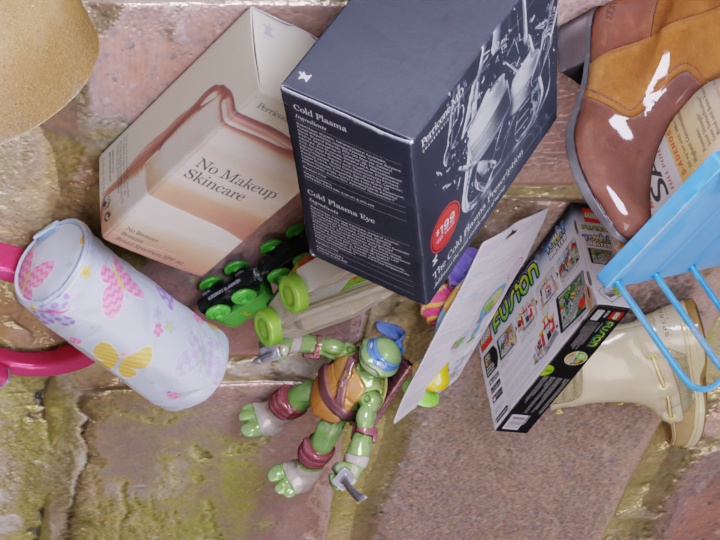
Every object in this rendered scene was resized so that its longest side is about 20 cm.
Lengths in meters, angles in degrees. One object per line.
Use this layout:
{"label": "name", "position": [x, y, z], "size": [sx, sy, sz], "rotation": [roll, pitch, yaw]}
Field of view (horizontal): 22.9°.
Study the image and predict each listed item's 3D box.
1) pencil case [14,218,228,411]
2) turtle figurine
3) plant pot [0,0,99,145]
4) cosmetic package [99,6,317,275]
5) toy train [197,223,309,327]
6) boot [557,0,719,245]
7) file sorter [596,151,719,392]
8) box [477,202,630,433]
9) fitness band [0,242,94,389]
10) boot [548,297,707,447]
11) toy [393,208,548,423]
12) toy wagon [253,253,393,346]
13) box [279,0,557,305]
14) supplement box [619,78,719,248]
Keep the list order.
{"label": "pencil case", "position": [-0.195, 0.038, 1.482], "size": [0.083, 0.091, 0.200], "rotation": [-20, 139, 29]}
{"label": "turtle figurine", "position": [-0.055, 0.132, 1.607], "size": [0.144, 0.200, 0.194], "rotation": [35, 138, -7]}
{"label": "plant pot", "position": [-0.278, -0.201, 1.105], "size": [0.186, 0.187, 0.200], "rotation": [-11, 129, 3]}
{"label": "cosmetic package", "position": [-0.101, -0.092, 1.341], "size": [0.103, 0.087, 0.200], "rotation": [22, 134, -34]}
{"label": "toy train", "position": [-0.054, -0.008, 1.508], "size": [0.200, 0.042, 0.056], "rotation": [-30, 149, 26]}
{"label": "boot", "position": [0.245, -0.129, 1.262], "size": [0.200, 0.189, 0.068], "rotation": [-19, 149, 34]}
{"label": "file sorter", "position": [0.303, -0.004, 1.287], "size": [0.200, 0.123, 0.139], "rotation": [-9, 148, -43]}
{"label": "box", "position": [0.165, 0.045, 1.565], "size": [0.035, 0.110, 0.200], "rotation": [7, 141, -22]}
{"label": "fitness band", "position": [-0.304, 0.041, 1.522], "size": [0.143, 0.038, 0.200], "rotation": [-31, 140, 27]}
{"label": "boot", "position": [0.251, 0.111, 1.703], "size": [0.155, 0.073, 0.200], "rotation": [-11, 142, 2]}
{"label": "toy", "position": [0.081, 0.030, 1.536], "size": [0.115, 0.047, 0.200], "rotation": [-28, 146, -52]}
{"label": "toy wagon", "position": [0.000, 0.000, 1.470], "size": [0.155, 0.040, 0.200], "rotation": [-19, 163, -28]}
{"label": "box", "position": [0.048, -0.115, 1.234], "size": [0.104, 0.200, 0.182], "rotation": [24, 151, 22]}
{"label": "supplement box", "position": [0.264, -0.112, 1.360], "size": [0.073, 0.126, 0.200], "rotation": [8, 140, -23]}
